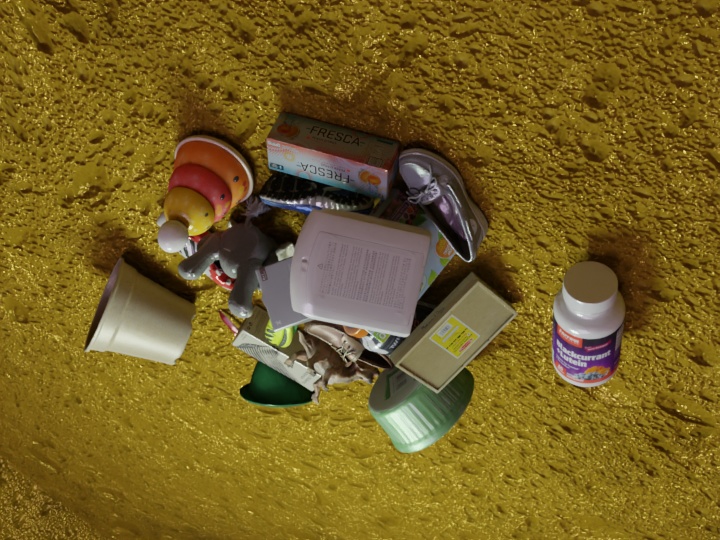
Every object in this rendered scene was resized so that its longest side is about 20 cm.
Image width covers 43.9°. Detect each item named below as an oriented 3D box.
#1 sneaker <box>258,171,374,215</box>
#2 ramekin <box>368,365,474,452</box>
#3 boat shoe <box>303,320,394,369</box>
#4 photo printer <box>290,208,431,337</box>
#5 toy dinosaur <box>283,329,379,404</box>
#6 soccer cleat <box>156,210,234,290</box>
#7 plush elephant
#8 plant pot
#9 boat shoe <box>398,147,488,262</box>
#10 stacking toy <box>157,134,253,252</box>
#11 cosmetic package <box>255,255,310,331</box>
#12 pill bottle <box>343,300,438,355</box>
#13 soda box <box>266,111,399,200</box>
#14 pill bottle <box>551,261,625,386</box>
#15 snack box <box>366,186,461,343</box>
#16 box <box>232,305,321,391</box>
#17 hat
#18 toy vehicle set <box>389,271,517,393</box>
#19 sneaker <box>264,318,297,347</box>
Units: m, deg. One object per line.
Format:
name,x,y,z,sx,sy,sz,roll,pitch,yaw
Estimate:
sneaker,-0.073,-0.104,1.445,0.196,0.079,0.090,12,140,16
ramekin,0.107,0.228,1.662,0.098,0.201,0.199,45,139,-17
boat shoe,-0.013,0.133,1.675,0.196,0.073,0.076,18,145,-17
photo printer,-0.005,0.001,1.335,0.196,0.170,0.069,11,-174,-12
toy dinosaur,-0.064,0.168,1.750,0.085,0.136,0.201,-8,126,49
soccer cleat,-0.299,-0.041,1.667,0.084,0.069,0.200,-10,129,49
plush elephant,-0.196,-0.018,1.571,0.162,0.203,0.155,24,169,21
plant pot,-0.444,0.101,1.835,0.181,0.204,0.200,23,146,-20
boat shoe,0.123,-0.100,1.349,0.073,0.065,0.203,-12,131,38
stacking toy,-0.271,-0.105,1.450,0.143,0.202,0.147,15,144,11
cosmetic package,-0.089,0.030,1.487,0.089,0.200,0.109,-19,89,15
pill bottle,0.066,0.096,1.535,0.197,0.108,0.106,16,151,-33
soda box,-0.041,-0.174,1.352,0.196,0.064,0.069,17,144,11
pill bottle,0.358,0.083,1.406,0.109,0.113,0.202,9,141,19
snack box,0.043,-0.009,1.411,0.142,0.201,0.053,38,-177,-21
box,-0.156,0.160,1.828,0.198,0.069,0.082,31,144,-8
hat,-0.178,0.179,1.883,0.164,0.197,0.180,15,105,48
toy vehicle set,0.157,0.107,1.497,0.200,0.027,0.124,-46,129,11
sneaker,-0.131,0.060,1.680,0.073,0.084,0.201,24,136,-9
